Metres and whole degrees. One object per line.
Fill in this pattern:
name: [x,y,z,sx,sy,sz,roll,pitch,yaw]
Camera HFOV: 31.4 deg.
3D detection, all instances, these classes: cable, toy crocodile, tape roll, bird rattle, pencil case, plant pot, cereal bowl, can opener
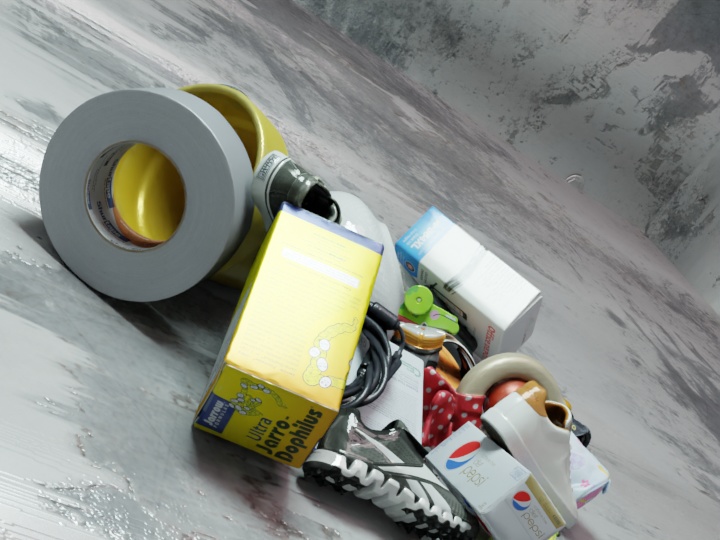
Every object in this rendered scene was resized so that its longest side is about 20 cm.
cable: [-0.035,0.063,1.288,0.163,0.051,0.200,49,36,0]
toy crocodile: [0.037,0.033,1.645,0.199,0.062,0.068,29,-6,0]
tape roll: [-0.204,-0.074,1.229,0.200,0.201,0.066,40,17,4]
bird rattle: [0.147,0.165,1.446,0.200,0.163,0.113,44,-5,-11]
pencil case: [0.214,0.201,1.549,0.090,0.083,0.200,-24,69,-26]
plant pot: [-0.148,-0.070,1.388,0.201,0.201,0.189,49,4,33]
cereal bowl: [0.000,0.000,1.485,0.200,0.083,0.201,165,-90,-87]
can opener: [0.074,0.054,1.752,0.200,0.067,0.053,49,34,-11]

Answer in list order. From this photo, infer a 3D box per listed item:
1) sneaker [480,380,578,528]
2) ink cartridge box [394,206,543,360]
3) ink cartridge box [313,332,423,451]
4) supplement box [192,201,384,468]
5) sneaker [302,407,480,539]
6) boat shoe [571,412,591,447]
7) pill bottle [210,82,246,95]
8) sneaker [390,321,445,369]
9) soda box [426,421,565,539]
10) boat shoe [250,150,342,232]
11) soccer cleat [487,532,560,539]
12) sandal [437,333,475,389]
sneaker: [0.201,0.194,1.335,0.073,0.085,0.200,37,-16,48]
ink cartridge box: [0.147,0.027,1.787,0.200,0.084,0.146,40,-19,19]
ink cartridge box: [-0.021,0.132,1.317,0.196,0.043,0.201,31,39,-23]
supplement box: [-0.063,0.057,1.171,0.109,0.109,0.201,23,49,-7]
sneaker: [0.042,0.192,1.226,0.199,0.066,0.091,31,61,-21]
boat shoe: [0.240,0.197,1.682,0.091,0.071,0.200,43,14,28]
pill bottle: [-0.169,-0.156,1.678,0.112,0.112,0.200,27,21,-35]
sneaker: [0.057,0.102,1.558,0.078,0.078,0.200,9,0,-1]
soda box: [0.132,0.218,1.286,0.068,0.064,0.200,54,-5,-14]
boat shoe: [-0.055,-0.052,1.282,0.063,0.071,0.200,28,-9,17]
soccer cleat: [0.158,0.281,1.299,0.084,0.065,0.200,35,17,-14]
sandal: [0.118,0.126,1.634,0.079,0.059,0.207,34,17,-17]
